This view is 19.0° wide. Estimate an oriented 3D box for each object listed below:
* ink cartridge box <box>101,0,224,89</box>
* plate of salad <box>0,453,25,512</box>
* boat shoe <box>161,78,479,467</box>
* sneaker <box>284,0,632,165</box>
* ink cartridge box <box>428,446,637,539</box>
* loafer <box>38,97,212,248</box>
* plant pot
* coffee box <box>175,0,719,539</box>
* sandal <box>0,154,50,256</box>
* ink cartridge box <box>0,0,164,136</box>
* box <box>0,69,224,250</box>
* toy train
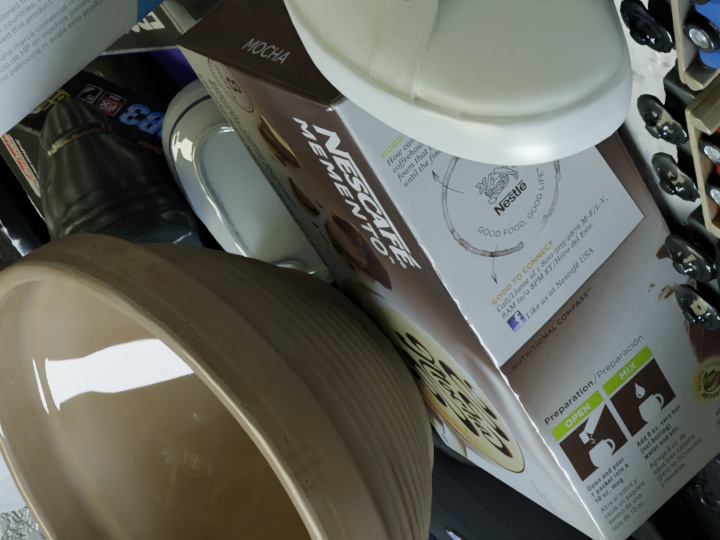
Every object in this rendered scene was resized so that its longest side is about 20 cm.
[{"bbox_3d":[-0.116,-0.140,0.930,0.200,0.043,0.198,51,166,-18],"label":"ink cartridge box"},{"bbox_3d":[-0.113,0.058,0.967,0.200,0.200,0.048,111,136,-74],"label":"plate of salad"},{"bbox_3d":[0.000,0.000,0.877,0.200,0.074,0.067,41,-164,-20],"label":"boat shoe"},{"bbox_3d":[0.001,-0.111,0.561,0.200,0.073,0.085,54,166,32],"label":"sneaker"},{"bbox_3d":[0.071,0.131,0.895,0.198,0.047,0.200,42,-163,19],"label":"ink cartridge box"},{"bbox_3d":[-0.104,-0.017,0.952,0.200,0.073,0.072,106,141,-73],"label":"loafer"},{"bbox_3d":[-0.041,0.063,0.767,0.201,0.093,0.201,33,142,30],"label":"plant pot"},{"bbox_3d":[0.039,-0.016,0.723,0.113,0.080,0.200,29,157,56],"label":"coffee box"},{"bbox_3d":[-0.208,-0.052,1.098,0.200,0.045,0.075,60,-178,-33],"label":"sandal"},{"bbox_3d":[-0.134,-0.167,0.703,0.084,0.145,0.200,33,159,47],"label":"ink cartridge box"},{"bbox_3d":[-0.074,-0.007,1.059,0.198,0.050,0.200,23,155,28],"label":"box"},{"bbox_3d":[0.101,-0.036,0.582,0.046,0.034,0.200,36,161,32],"label":"toy train"}]
